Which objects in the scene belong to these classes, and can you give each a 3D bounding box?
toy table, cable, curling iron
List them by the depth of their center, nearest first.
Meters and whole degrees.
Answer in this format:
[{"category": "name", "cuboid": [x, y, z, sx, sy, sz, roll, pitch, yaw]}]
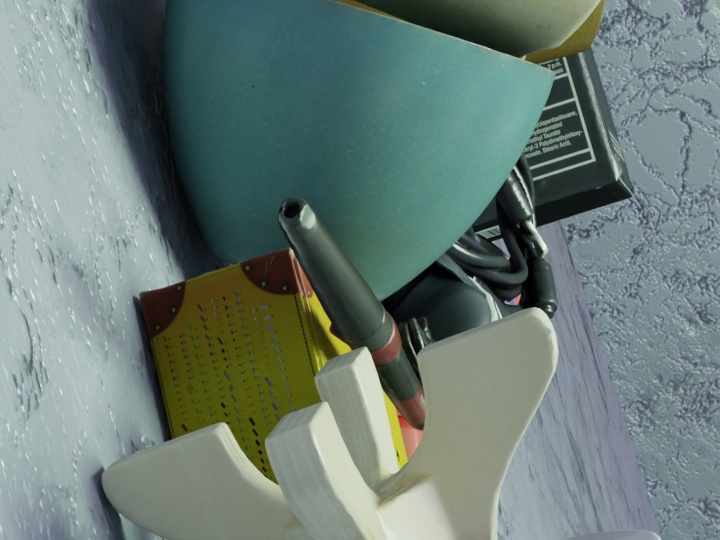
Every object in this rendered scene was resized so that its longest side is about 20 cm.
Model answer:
[{"category": "toy table", "cuboid": [0.007, 0.098, 0.859, 0.184, 0.198, 0.118, -144, -147, -85]}, {"category": "curling iron", "cuboid": [0.000, 0.019, 0.979, 0.200, 0.025, 0.050, 49, 22, -59]}, {"category": "cable", "cuboid": [0.060, -0.059, 1.309, 0.200, 0.050, 0.164, 45, 40, -39]}]

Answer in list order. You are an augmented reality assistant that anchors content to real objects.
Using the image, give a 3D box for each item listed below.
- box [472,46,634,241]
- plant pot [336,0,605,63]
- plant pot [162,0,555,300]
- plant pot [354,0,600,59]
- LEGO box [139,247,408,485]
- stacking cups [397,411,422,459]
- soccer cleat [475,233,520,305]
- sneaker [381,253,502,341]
[{"category": "box", "cuboid": [0.064, -0.121, 1.527, 0.123, 0.198, 0.200, 16, 58, -77]}, {"category": "plant pot", "cuboid": [0.050, -0.192, 1.394, 0.186, 0.198, 0.188, -175, -90, -82]}, {"category": "plant pot", "cuboid": [-0.016, -0.062, 1.118, 0.200, 0.198, 0.136, -6, 112, -80]}, {"category": "plant pot", "cuboid": [0.037, -0.203, 1.133, 0.183, 0.201, 0.201, 27, 34, -25]}, {"category": "LEGO box", "cuboid": [-0.024, 0.107, 1.022, 0.149, 0.076, 0.202, 42, 32, -71]}, {"category": "stacking cups", "cuboid": [0.013, 0.051, 1.398, 0.061, 0.060, 0.202, 56, 24, -59]}, {"category": "soccer cleat", "cuboid": [0.035, -0.006, 1.351, 0.200, 0.068, 0.074, 41, 35, -38]}, {"category": "sneaker", "cuboid": [0.000, 0.000, 1.217, 0.200, 0.078, 0.080, 34, -16, 51]}]
